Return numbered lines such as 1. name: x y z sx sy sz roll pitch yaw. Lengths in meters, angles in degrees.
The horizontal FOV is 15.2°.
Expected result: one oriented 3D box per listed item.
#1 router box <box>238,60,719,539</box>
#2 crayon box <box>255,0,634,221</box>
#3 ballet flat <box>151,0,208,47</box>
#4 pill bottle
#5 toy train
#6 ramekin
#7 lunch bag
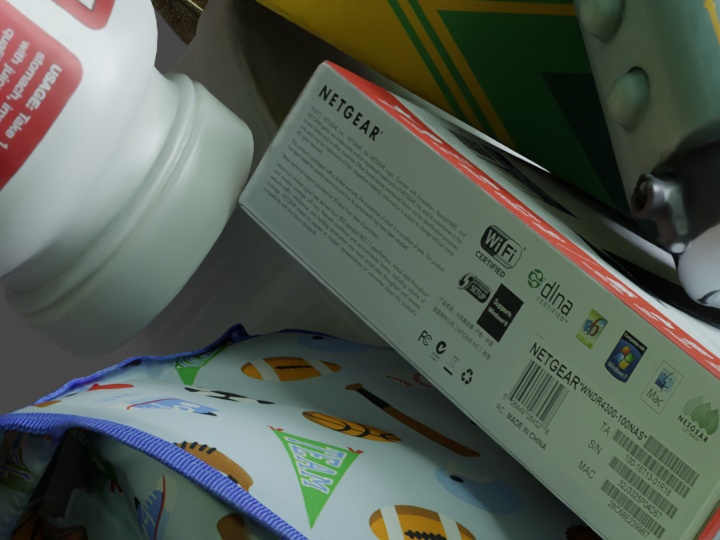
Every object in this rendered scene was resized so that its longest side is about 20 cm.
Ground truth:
1. router box: 0.087 0.032 0.735 0.179 0.049 0.200 23 13 -43
2. crayon box: 0.019 -0.087 0.829 0.200 0.051 0.127 29 9 -17
3. ballet flat: -0.052 -0.120 1.030 0.200 0.071 0.065 35 -15 -12
4. pill bottle: -0.131 -0.065 0.747 0.200 0.112 0.112 38 24 -23
5. toy train: 0.110 -0.070 0.751 0.114 0.085 0.201 4 55 -23
6. ramekin: 0.000 0.000 0.898 0.202 0.094 0.203 39 23 -20
7. lunch bag: 0.003 0.096 0.699 0.200 0.124 0.170 39 21 14
